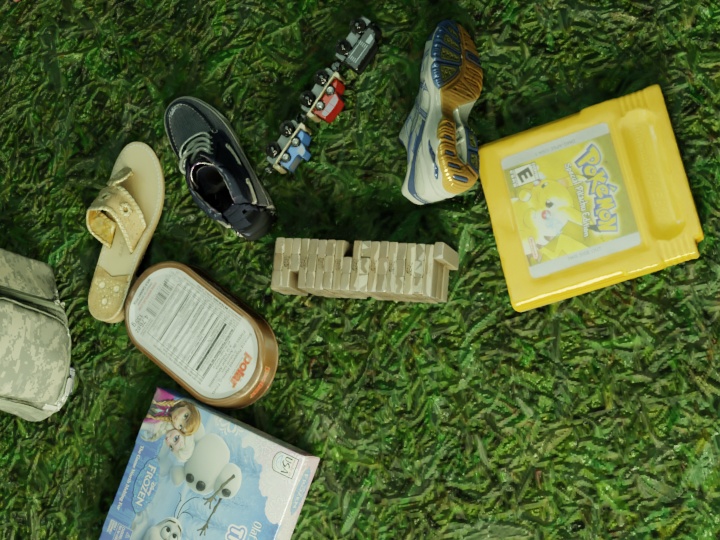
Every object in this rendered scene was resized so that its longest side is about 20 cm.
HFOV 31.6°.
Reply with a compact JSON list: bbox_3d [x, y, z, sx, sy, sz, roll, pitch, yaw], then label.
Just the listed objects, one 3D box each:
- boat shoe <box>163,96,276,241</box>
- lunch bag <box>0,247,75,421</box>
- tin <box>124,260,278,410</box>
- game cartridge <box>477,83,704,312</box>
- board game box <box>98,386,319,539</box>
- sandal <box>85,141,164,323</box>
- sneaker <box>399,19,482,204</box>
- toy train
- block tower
[{"bbox_3d":[-0.170,-0.126,1.400,0.075,0.093,0.201,-42,67,8],"label":"boat shoe"},{"bbox_3d":[-0.415,0.074,1.404,0.138,0.200,0.170,-26,67,18],"label":"lunch bag"},{"bbox_3d":[-0.178,0.070,1.394,0.199,0.042,0.113,35,97,24],"label":"tin"},{"bbox_3d":[0.225,-0.071,1.262,0.198,0.032,0.179,-19,72,19],"label":"game cartridge"},{"bbox_3d":[-0.166,0.253,1.344,0.197,0.043,0.203,20,88,24],"label":"board game box"},{"bbox_3d":[-0.278,-0.051,1.441,0.077,0.070,0.215,6,81,23],"label":"sandal"},{"bbox_3d":[0.073,-0.165,1.321,0.088,0.075,0.203,-23,52,46],"label":"sneaker"},{"bbox_3d":[-0.039,-0.186,1.395,0.046,0.034,0.201,35,92,12],"label":"toy train"},{"bbox_3d":[0.000,0.000,1.326,0.197,0.054,0.059,1,80,23],"label":"block tower"}]
